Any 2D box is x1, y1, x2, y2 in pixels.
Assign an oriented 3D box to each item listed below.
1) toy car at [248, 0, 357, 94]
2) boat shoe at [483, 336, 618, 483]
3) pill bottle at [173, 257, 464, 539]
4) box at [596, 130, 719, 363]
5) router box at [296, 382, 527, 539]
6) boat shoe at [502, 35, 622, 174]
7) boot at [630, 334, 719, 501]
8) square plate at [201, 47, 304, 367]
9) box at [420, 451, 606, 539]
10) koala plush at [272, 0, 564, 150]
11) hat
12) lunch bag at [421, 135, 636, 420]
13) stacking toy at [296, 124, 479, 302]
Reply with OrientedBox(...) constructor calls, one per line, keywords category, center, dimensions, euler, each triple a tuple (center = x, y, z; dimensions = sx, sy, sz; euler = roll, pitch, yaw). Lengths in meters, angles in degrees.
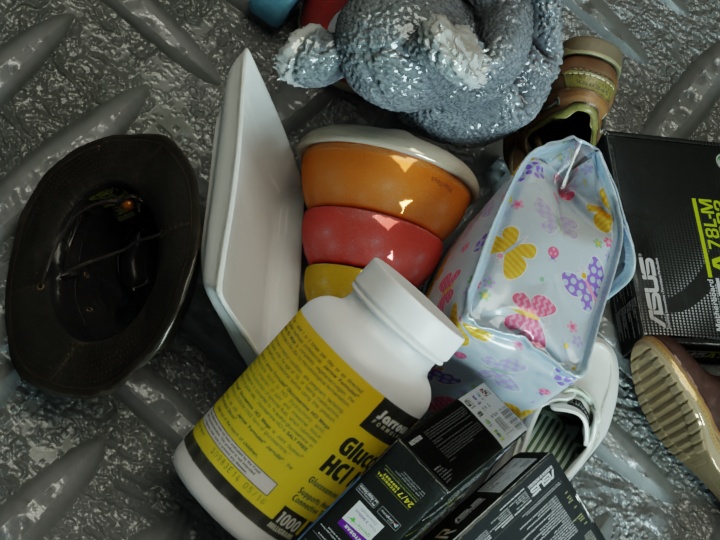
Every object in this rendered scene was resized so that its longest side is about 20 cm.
OrientedBox(category="toy car", center=(0.041, -0.253, 1.389), dimensions=(0.184, 0.200, 0.177), euler=(34, 57, -4))
OrientedBox(category="boat shoe", center=(0.160, 0.123, 1.329), dimensions=(0.074, 0.067, 0.200), euler=(34, 57, -5))
OrientedBox(category="pill bottle", center=(-0.025, 0.092, 1.179), dimensions=(0.112, 0.112, 0.200), euler=(42, 95, 1))
OrientedBox(category="box", center=(0.300, -0.018, 1.473), dimensions=(0.193, 0.048, 0.200), euler=(6, 62, -23))
OrientedBox(category="router box", center=(0.023, 0.157, 1.149), dimensions=(0.051, 0.149, 0.200), euler=(46, 18, 9))
OrientedBox(category="boat shoe", center=(0.151, -0.109, 1.368), dimensions=(0.072, 0.200, 0.068), euler=(13, 64, -1))
OrientedBox(category="boot", center=(0.325, 0.102, 1.403), dimensions=(0.166, 0.072, 0.200), euler=(-37, 94, -27))
OrientedBox(category="square plate", center=(-0.078, -0.025, 1.245), dimensions=(0.028, 0.200, 0.198), euler=(-2, 61, 10))
OrientedBox(category="box", center=(0.098, 0.249, 1.209), dimensions=(0.200, 0.044, 0.160), euler=(-39, 103, -26))
OrientedBox(category="koala plush", center=(0.048, -0.165, 1.230), dimensions=(0.200, 0.177, 0.184), euler=(-28, 119, -61))
OrientedBox(category="hat", center=(-0.166, 0.005, 1.220), dimensions=(0.081, 0.200, 0.201), euler=(34, 47, -50))
OrientedBox(category="lunch bag", center=(0.122, 0.012, 1.307), dimensions=(0.127, 0.170, 0.200), euler=(27, 57, -9))
OrientedBox(category="stacking toy", center=(0.000, 0.000, 1.305), dimensions=(0.146, 0.146, 0.200), euler=(19, 75, -13))
